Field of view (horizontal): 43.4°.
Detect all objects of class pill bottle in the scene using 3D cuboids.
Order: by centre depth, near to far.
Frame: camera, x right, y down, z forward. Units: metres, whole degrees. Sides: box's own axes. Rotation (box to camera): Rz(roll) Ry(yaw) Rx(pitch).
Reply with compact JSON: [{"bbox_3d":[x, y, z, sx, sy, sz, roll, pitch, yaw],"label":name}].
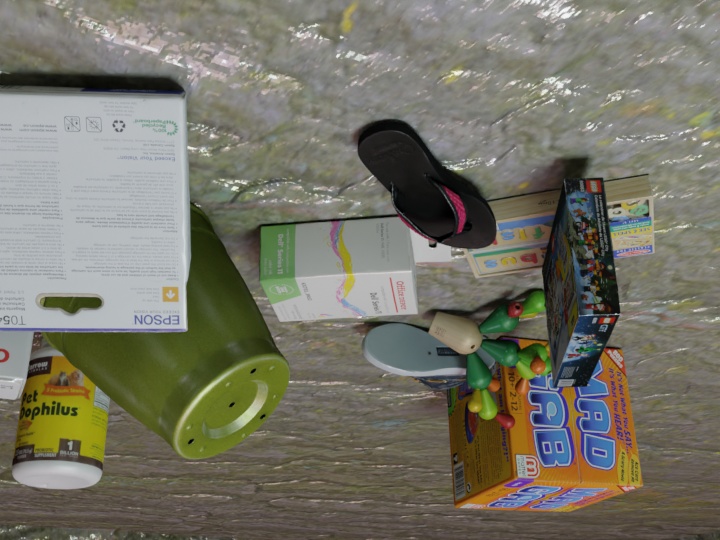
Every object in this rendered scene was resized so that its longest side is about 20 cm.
[{"bbox_3d":[-0.378,0.171,1.162,0.109,0.201,0.109,-1,155,-1],"label":"pill bottle"}]

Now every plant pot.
[{"bbox_3d":[-0.173,0.068,0.867,0.200,0.193,0.201,-32,148,-23],"label":"plant pot"}]

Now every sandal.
[{"bbox_3d":[0.063,-0.063,0.845,0.075,0.045,0.200,-22,142,27],"label":"sandal"}]

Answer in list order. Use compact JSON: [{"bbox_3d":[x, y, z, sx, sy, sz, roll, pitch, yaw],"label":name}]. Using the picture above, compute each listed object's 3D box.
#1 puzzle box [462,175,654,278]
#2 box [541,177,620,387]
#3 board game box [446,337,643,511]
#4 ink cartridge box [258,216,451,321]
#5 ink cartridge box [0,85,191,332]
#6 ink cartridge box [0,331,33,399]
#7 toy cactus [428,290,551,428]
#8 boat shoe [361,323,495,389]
[{"bbox_3d":[0.205,-0.041,0.950,0.199,0.026,0.133,-9,154,15],"label":"puzzle box"},{"bbox_3d":[0.211,0.019,0.885,0.037,0.137,0.200,-1,155,4],"label":"box"},{"bbox_3d":[0.260,0.233,1.328,0.199,0.201,0.200,7,154,-17],"label":"board game box"},{"bbox_3d":[0.000,0.000,0.975,0.199,0.068,0.117,-4,154,6],"label":"ink cartridge box"},{"bbox_3d":[-0.240,-0.049,0.745,0.195,0.201,0.043,1,-161,-5],"label":"ink cartridge box"},{"bbox_3d":[-0.362,0.005,0.807,0.144,0.201,0.084,9,157,-21],"label":"ink cartridge box"},{"bbox_3d":[0.165,0.106,1.154,0.164,0.102,0.201,22,128,8],"label":"toy cactus"},{"bbox_3d":[0.081,0.127,1.243,0.199,0.071,0.091,8,149,-24],"label":"boat shoe"}]
